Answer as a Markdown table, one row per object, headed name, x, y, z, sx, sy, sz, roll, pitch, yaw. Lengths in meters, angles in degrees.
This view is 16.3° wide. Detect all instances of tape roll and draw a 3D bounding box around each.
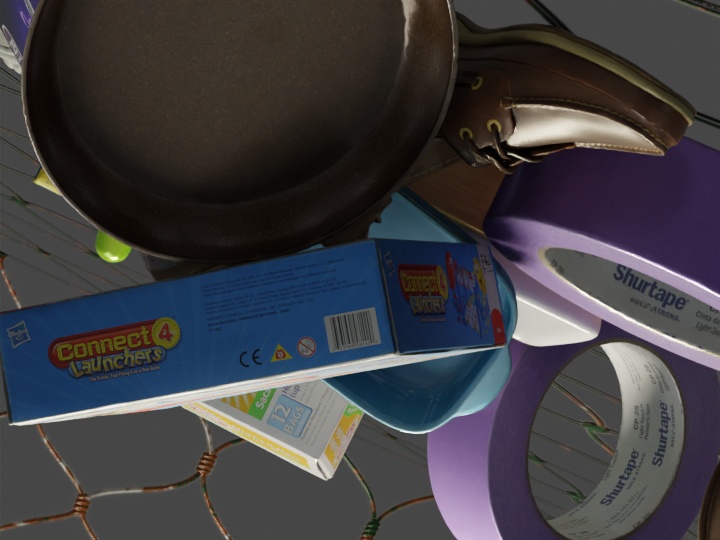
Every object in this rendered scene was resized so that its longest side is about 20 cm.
| name | x | y | z | sx | sy | sz | roll | pitch | yaw |
| --- | --- | --- | --- | --- | --- | --- | --- | --- | --- |
| tape roll | 0.166 | -0.009 | 1.295 | 0.200 | 0.066 | 0.200 | 25 | 171 | 4 |
| tape roll | 0.142 | 0.107 | 1.639 | 0.200 | 0.200 | 0.066 | 32 | 169 | -34 |

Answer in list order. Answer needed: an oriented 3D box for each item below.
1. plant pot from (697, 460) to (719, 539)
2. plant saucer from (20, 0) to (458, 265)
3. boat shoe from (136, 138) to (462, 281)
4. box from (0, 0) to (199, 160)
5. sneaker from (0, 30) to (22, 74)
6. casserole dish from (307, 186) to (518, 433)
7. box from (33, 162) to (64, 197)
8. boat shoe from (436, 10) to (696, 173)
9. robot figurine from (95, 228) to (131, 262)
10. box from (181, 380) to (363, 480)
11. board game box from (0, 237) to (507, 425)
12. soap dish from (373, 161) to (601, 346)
| name | x | y | z | sx | sy | sz | roll | pitch | yaw |
| --- | --- | --- | --- | --- | --- | --- | --- | --- | --- |
| plant pot | 0.317 | 0.145 | 1.458 | 0.200 | 0.200 | 0.198 | 26 | 163 | 1 |
| plant saucer | -0.055 | -0.095 | 1.138 | 0.200 | 0.200 | 0.032 | 31 | -161 | -28 |
| boat shoe | -0.023 | -0.042 | 1.300 | 0.074 | 0.200 | 0.069 | -107 | 0 | -63 |
| box | -0.127 | -0.123 | 1.270 | 0.141 | 0.079 | 0.200 | 65 | 167 | -2 |
| sneaker | -0.248 | -0.172 | 1.592 | 0.200 | 0.074 | 0.079 | 7 | 150 | 48 |
| casserole dish | 0.000 | 0.000 | 1.368 | 0.200 | 0.121 | 0.039 | 37 | -153 | 3 |
| box | -0.145 | -0.090 | 1.529 | 0.070 | 0.064 | 0.200 | 27 | -166 | -8 |
| boat shoe | 0.073 | -0.077 | 1.197 | 0.200 | 0.068 | 0.072 | 17 | 167 | 45 |
| robot figurine | -0.092 | -0.033 | 1.767 | 0.175 | 0.116 | 0.200 | 18 | 171 | -6 |
| box | -0.027 | 0.018 | 1.603 | 0.112 | 0.200 | 0.101 | 25 | 171 | 8 |
| board game box | -0.049 | 0.030 | 1.255 | 0.200 | 0.056 | 0.196 | -11 | 177 | 17 |
| soap dish | 0.057 | -0.032 | 1.465 | 0.200 | 0.081 | 0.157 | 28 | 171 | -9 |
